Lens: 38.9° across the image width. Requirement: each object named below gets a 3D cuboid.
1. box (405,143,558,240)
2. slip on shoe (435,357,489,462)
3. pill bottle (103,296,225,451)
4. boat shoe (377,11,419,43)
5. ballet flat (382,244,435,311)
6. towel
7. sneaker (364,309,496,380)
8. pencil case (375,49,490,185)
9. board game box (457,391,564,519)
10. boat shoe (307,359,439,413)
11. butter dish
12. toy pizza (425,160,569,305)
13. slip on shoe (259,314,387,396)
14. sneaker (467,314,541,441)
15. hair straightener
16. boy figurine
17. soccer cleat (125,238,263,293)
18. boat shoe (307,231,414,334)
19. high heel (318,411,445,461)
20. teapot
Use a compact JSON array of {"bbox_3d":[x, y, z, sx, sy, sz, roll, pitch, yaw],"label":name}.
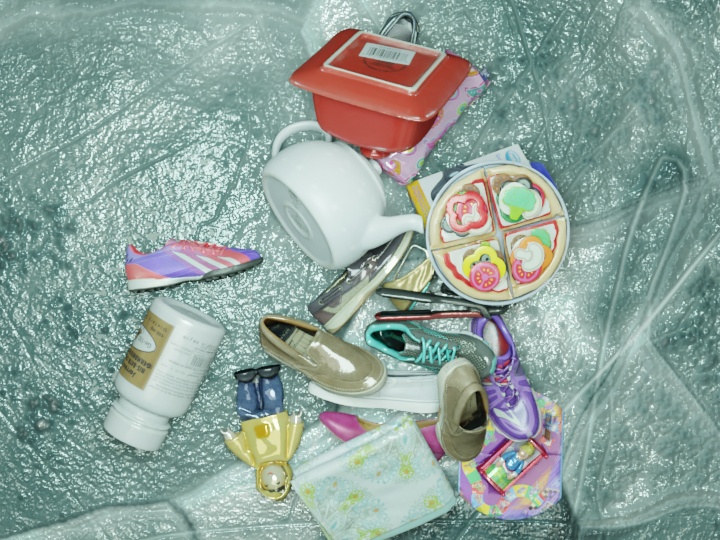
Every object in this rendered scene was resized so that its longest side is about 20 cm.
[{"bbox_3d":[0.176,-0.109,1.454,0.200,0.119,0.042,-22,137,1],"label":"box"},{"bbox_3d":[0.150,0.209,1.425,0.076,0.061,0.200,-23,133,-19],"label":"slip on shoe"},{"bbox_3d":[-0.285,0.148,1.456,0.114,0.114,0.200,26,92,-3],"label":"pill bottle"},{"bbox_3d":[0.028,-0.278,1.464,0.075,0.062,0.200,30,93,-5],"label":"boat shoe"},{"bbox_3d":[0.110,-0.028,1.479,0.063,0.069,0.200,43,91,4],"label":"ballet flat"},{"bbox_3d":[0.019,0.314,1.468,0.200,0.048,0.171,-26,120,5],"label":"towel"},{"bbox_3d":[0.092,0.114,1.443,0.200,0.091,0.078,14,98,23],"label":"sneaker"},{"bbox_3d":[0.098,-0.217,1.459,0.087,0.087,0.200,39,91,-3],"label":"pencil case"},{"bbox_3d":[0.226,0.276,1.511,0.158,0.039,0.201,1,93,-1],"label":"board game box"},{"bbox_3d":[0.026,0.163,1.483,0.199,0.072,0.069,8,97,-1],"label":"boat shoe"},{"bbox_3d":[0.026,-0.218,1.363,0.200,0.200,0.148,18,130,15],"label":"butter dish"},{"bbox_3d":[0.189,-0.049,1.389,0.200,0.032,0.201,0,99,-3],"label":"toy pizza"},{"bbox_3d":[-0.057,0.115,1.441,0.200,0.061,0.076,25,62,24],"label":"slip on shoe"},{"bbox_3d":[0.202,0.152,1.471,0.080,0.083,0.200,-21,84,2],"label":"sneaker"},{"bbox_3d":[0.119,0.033,1.435,0.199,0.041,0.077,1,100,7],"label":"hair straightener"},{"bbox_3d":[-0.143,0.241,1.491,0.124,0.064,0.201,-7,90,-4],"label":"boy figurine"},{"bbox_3d":[-0.242,-0.017,1.474,0.199,0.068,0.073,-10,89,2],"label":"soccer cleat"},{"bbox_3d":[0.000,0.000,1.477,0.065,0.072,0.200,38,98,-8],"label":"boat shoe"},{"bbox_3d":[0.043,0.224,1.487,0.200,0.067,0.096,26,102,-8],"label":"high heel"},{"bbox_3d":[-0.035,-0.111,1.425,0.146,0.197,0.200,-38,108,-17],"label":"teapot"}]
